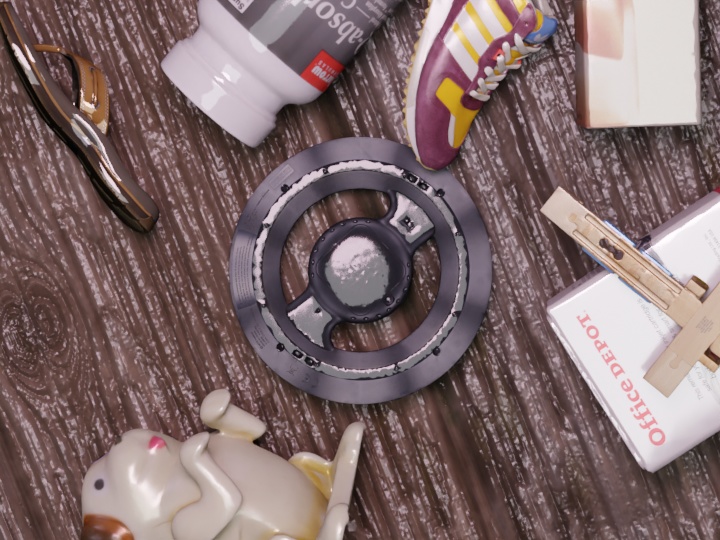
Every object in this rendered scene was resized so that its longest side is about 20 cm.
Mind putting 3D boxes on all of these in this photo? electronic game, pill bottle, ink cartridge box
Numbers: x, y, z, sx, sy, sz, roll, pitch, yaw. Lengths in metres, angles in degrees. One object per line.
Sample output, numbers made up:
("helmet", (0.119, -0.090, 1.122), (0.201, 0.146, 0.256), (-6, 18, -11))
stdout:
("electronic game", (0.000, 0.000, 1.709), (0.199, 0.042, 0.201), (0, 89, -1))
("pill bottle", (-0.046, -0.195, 1.657), (0.116, 0.116, 0.200), (41, 97, -1))
("ink cartridge box", (0.255, 0.033, 1.676), (0.199, 0.084, 0.145), (-33, 91, 5))

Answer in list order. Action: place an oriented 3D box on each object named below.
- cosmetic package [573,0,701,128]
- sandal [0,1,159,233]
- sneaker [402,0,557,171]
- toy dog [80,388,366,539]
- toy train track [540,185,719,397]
("cosmetic package", (0.198, -0.205, 1.649), (0.087, 0.103, 0.201), (-1, 94, 3))
("sandal", (-0.204, -0.120, 1.695), (0.054, 0.082, 0.200), (-37, 91, -11))
("sneaker", (0.093, -0.165, 1.662), (0.090, 0.075, 0.201), (16, 100, 20))
("toy dog", (-0.110, 0.179, 1.702), (0.199, 0.140, 0.195), (14, 133, 0))
("toy train track", (0.214, 0.010, 1.622), (0.200, 0.033, 0.115), (39, 103, 7))
